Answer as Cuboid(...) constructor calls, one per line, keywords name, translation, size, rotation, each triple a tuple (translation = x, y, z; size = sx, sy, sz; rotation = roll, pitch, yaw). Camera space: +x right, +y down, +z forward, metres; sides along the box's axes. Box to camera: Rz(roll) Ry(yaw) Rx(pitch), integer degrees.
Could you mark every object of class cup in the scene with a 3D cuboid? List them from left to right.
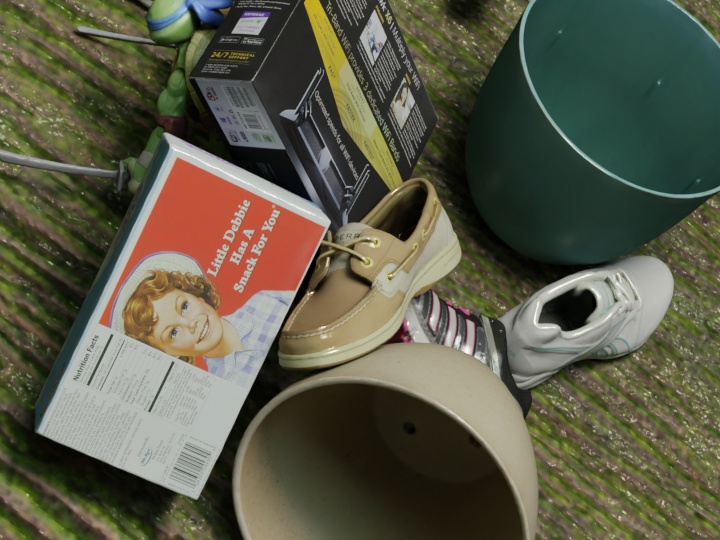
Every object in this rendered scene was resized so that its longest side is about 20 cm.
Cuboid(name="cup", translation=(0.034, 0.127, 1.236), size=(0.200, 0.200, 0.143), rotation=(43, 33, -1))

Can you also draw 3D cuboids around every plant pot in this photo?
Cuboid(name="plant pot", translation=(0.171, -0.098, 1.439), size=(0.199, 0.161, 0.202), rotation=(14, 54, -21))

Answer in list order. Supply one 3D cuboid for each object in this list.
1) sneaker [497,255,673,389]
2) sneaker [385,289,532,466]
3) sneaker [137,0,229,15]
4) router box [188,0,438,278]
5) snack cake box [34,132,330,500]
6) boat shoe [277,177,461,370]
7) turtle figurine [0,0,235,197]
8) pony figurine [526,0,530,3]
Cuboid(name="sneaker", translation=(0.179, 0.031, 1.427), size=(0.200, 0.080, 0.071), rotation=(-24, 75, -38))
Cuboid(name="sneaker", translation=(0.053, 0.048, 1.353), size=(0.087, 0.074, 0.201), rotation=(-28, 80, -42))
Cuboid(name="sneaker", translation=(-0.152, -0.245, 1.391), size=(0.199, 0.089, 0.077), rotation=(11, 58, -25))
Cuboid(name="router box", translation=(-0.025, -0.115, 1.273), size=(0.158, 0.052, 0.201), rotation=(-62, 144, -31))
Cuboid(name="snack cake box", translation=(-0.115, 0.029, 1.196), size=(0.114, 0.067, 0.201), rotation=(25, 96, -14))
Cuboid(name="boat shoe", translation=(0.000, 0.000, 1.231), size=(0.200, 0.074, 0.067), rotation=(-45, 125, -54))
Cuboid(name="turtle figurine", translation=(-0.118, -0.103, 1.339), size=(0.194, 0.199, 0.144), rotation=(50, 17, -25))
Cuboid(name="pony figurine", translation=(0.116, -0.315, 1.562), size=(0.194, 0.166, 0.200), rotation=(54, 36, -2))
